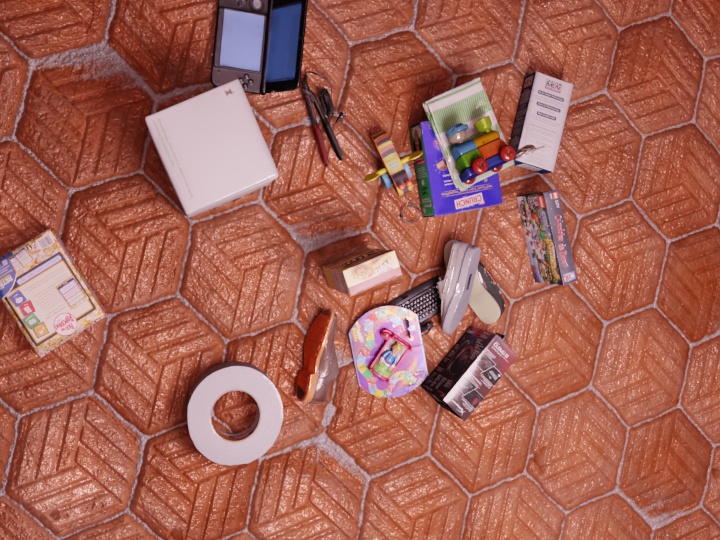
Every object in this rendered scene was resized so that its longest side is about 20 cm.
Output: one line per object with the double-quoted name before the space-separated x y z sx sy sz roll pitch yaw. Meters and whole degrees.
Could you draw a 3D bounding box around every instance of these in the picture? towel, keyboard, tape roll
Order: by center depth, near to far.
"tape roll" -0.259 0.293 1.597 0.196 0.066 0.205 0 91 -14
"towel" 0.231 -0.290 1.645 0.151 0.023 0.203 -26 97 -15
"keyboard" 0.120 0.100 1.699 0.198 0.040 0.106 -30 98 -10

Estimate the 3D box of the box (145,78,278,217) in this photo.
"box" -0.291 -0.232 1.518 0.197 0.171 0.202 -24 97 -12

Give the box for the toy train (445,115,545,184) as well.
"toy train" 0.278 -0.271 1.615 0.197 0.085 0.117 -25 85 -16

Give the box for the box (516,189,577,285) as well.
"box" 0.410 -0.073 1.716 0.037 0.136 0.204 -15 95 -12

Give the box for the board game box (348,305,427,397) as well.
"board game box" 0.062 0.180 1.667 0.155 0.039 0.204 -11 98 -3

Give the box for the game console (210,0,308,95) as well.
"game console" -0.205 -0.468 1.561 0.172 0.116 0.205 6 90 -14

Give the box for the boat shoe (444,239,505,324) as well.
"boat shoe" 0.252 0.020 1.721 0.073 0.063 0.204 -33 87 32

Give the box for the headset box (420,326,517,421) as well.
"headset box" 0.239 0.211 1.675 0.075 0.148 0.201 43 82 -12

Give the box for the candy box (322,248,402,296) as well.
"candy box" 0.000 0.000 1.583 0.114 0.200 0.056 -22 97 -12

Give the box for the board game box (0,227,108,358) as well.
"board game box" -0.612 0.043 1.511 0.150 0.046 0.202 -32 99 -11

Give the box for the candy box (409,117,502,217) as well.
"candy box" 0.208 -0.229 1.691 0.166 0.077 0.205 -10 93 -15

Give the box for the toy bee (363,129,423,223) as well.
"toy bee" 0.085 -0.206 1.640 0.200 0.109 0.131 44 90 -6

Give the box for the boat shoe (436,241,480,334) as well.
"boat shoe" 0.200 0.035 1.681 0.069 0.070 0.204 22 109 29

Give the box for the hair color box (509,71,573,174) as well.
"hair color box" 0.402 -0.330 1.744 0.098 0.060 0.204 14 89 -14

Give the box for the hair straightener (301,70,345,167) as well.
"hair straightener" -0.072 -0.327 1.643 0.076 0.041 0.204 -19 92 -13

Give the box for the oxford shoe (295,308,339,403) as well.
"oxford shoe" -0.079 0.182 1.647 0.072 0.071 0.204 15 93 -33
